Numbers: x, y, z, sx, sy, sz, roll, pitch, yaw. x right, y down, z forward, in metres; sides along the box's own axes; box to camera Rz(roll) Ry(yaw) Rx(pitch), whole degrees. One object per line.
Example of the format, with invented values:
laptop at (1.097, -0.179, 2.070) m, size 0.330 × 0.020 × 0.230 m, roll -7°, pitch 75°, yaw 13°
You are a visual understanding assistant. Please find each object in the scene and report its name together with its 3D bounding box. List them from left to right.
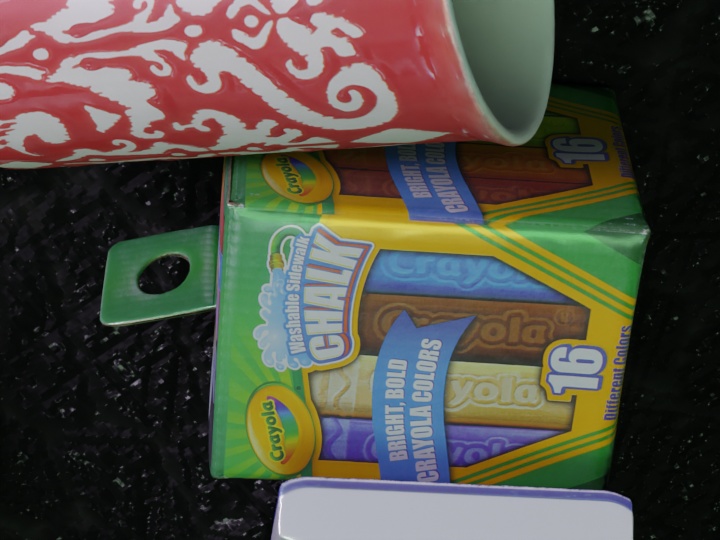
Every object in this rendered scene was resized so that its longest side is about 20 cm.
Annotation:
mug at (-0.041, -0.117, 0.780) m, size 0.199 × 0.179 × 0.134 m, roll -6°, pitch 144°, yaw 21°
chalk box at (0.000, 0.000, 0.847) m, size 0.198 × 0.125 × 0.125 m, roll 4°, pitch 121°, yaw -5°
hard drive at (0.029, 0.112, 0.893) m, size 0.131 × 0.200 × 0.026 m, roll 3°, pitch 77°, yaw -3°
